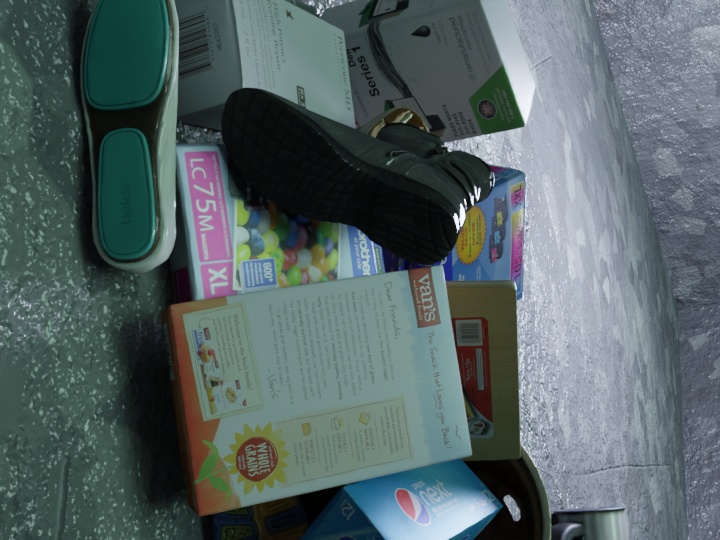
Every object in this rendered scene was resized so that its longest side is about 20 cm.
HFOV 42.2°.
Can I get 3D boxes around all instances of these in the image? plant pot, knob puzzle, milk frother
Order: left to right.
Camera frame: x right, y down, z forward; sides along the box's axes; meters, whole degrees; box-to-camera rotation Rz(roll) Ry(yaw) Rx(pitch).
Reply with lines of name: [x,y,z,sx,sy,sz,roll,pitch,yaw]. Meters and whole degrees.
knob puzzle: [0.032,0.083,0.772,0.031,0.215,0.222,-79,148,-55]
plant pot: [0.088,0.244,0.885,0.184,0.196,0.205,48,39,-66]
milk frother: [0.390,0.458,1.413,0.179,0.197,0.193,16,66,-58]

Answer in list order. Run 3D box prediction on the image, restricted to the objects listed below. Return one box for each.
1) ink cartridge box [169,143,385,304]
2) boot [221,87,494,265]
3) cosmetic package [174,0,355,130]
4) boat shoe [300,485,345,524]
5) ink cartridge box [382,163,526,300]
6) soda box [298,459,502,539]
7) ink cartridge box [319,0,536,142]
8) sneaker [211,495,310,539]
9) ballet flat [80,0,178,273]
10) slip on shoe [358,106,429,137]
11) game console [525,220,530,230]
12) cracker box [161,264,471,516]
ink cartridge box: [-0.055,-0.037,0.722,0.197,0.042,0.122,-6,87,-38]
boot: [0.000,-0.084,0.705,0.198,0.070,0.132,33,31,2]
cosmetic package: [-0.078,-0.168,0.782,0.199,0.073,0.104,-4,85,-64]
boat shoe: [0.020,0.250,0.767,0.066,0.074,0.202,4,48,-54]
ink cartridge box: [0.079,-0.012,0.890,0.198,0.075,0.139,-25,119,-46]
soda box: [0.035,0.192,0.702,0.068,0.064,0.199,46,17,21]
ink cartridge box: [0.061,-0.206,0.946,0.147,0.196,0.085,61,35,-33]
sneaker: [-0.058,0.228,0.708,0.088,0.074,0.204,-75,151,-76]
ballet flat: [-0.150,-0.098,0.628,0.069,0.068,0.205,13,74,-63]
slip on shoe: [-0.023,-0.070,0.815,0.200,0.060,0.076,-45,100,-20]
game console: [0.154,0.042,1.161,0.119,0.170,0.199,53,25,6]
cracker box: [-0.029,0.078,0.644,0.058,0.196,0.137,161,-80,-71]
